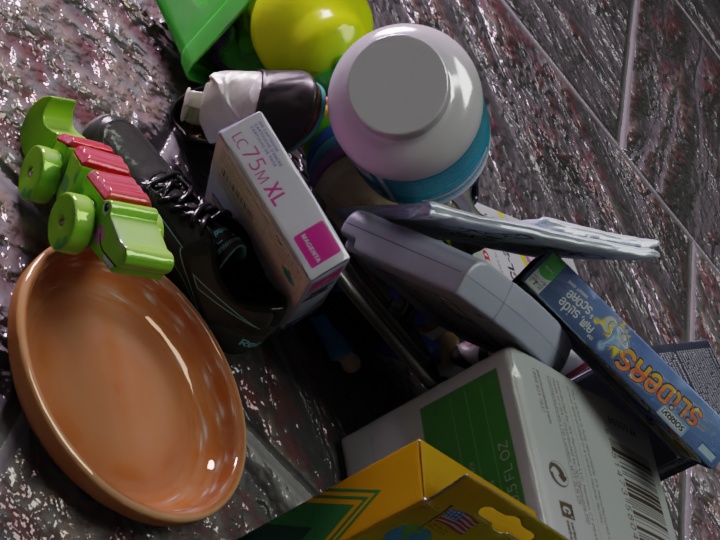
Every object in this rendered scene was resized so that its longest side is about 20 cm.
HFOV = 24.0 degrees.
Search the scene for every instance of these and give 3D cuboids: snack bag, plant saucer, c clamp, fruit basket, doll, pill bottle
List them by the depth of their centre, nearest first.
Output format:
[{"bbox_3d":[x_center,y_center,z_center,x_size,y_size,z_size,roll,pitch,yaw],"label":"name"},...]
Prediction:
[{"bbox_3d":[-0.154,0.075,1.094,0.200,0.037,0.201,39,33,-32],"label":"plant saucer"},{"bbox_3d":[0.037,-0.113,1.225,0.111,0.110,0.200,63,3,8],"label":"pill bottle"},{"bbox_3d":[0.000,0.000,1.288,0.200,0.027,0.171,52,6,-24],"label":"c clamp"},{"bbox_3d":[0.098,-0.033,1.291,0.199,0.188,0.022,10,88,-22],"label":"snack bag"},{"bbox_3d":[-0.045,-0.209,1.351,0.155,0.215,0.216,11,53,-65],"label":"fruit basket"},{"bbox_3d":[-0.005,0.022,1.375,0.200,0.048,0.137,21,49,-42],"label":"doll"}]

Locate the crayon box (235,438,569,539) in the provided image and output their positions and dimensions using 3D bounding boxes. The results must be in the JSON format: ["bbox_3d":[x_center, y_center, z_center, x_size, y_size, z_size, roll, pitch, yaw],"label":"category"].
[{"bbox_3d":[0.029,0.182,1.112,0.127,0.200,0.051,36,35,-37],"label":"crayon box"}]

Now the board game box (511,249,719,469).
[{"bbox_3d":[0.201,0.068,1.317,0.200,0.034,0.135,45,-1,3],"label":"board game box"}]

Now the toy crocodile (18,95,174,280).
[{"bbox_3d":[-0.173,-0.052,1.106,0.067,0.062,0.200,12,20,-33],"label":"toy crocodile"}]

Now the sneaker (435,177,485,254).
[{"bbox_3d":[0.058,-0.078,1.464,0.074,0.081,0.201,94,-20,-51],"label":"sneaker"}]

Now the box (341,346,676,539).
[{"bbox_3d":[0.119,0.202,1.268,0.200,0.171,0.200,29,40,-42],"label":"box"}]

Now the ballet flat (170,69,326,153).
[{"bbox_3d":[-0.094,-0.115,1.258,0.068,0.200,0.068,15,82,-23],"label":"ballet flat"}]

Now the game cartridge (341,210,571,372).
[{"bbox_3d":[0.081,0.022,1.265,0.133,0.041,0.200,29,-6,33],"label":"game cartridge"}]

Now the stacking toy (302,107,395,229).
[{"bbox_3d":[-0.018,-0.108,1.427,0.085,0.085,0.200,37,18,-34],"label":"stacking toy"}]

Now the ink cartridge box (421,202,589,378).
[{"bbox_3d":[0.127,0.029,1.545,0.200,0.083,0.146,18,48,-51],"label":"ink cartridge box"}]

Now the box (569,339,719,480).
[{"bbox_3d":[0.247,0.144,1.557,0.200,0.148,0.107,1,62,-58],"label":"box"}]

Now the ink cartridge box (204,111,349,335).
[{"bbox_3d":[-0.064,-0.028,1.209,0.120,0.042,0.200,59,-16,7],"label":"ink cartridge box"}]

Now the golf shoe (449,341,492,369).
[{"bbox_3d":[0.127,0.135,1.435,0.073,0.092,0.201,-86,167,-64],"label":"golf shoe"}]

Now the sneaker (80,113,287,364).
[{"bbox_3d":[-0.121,-0.032,1.195,0.200,0.079,0.075,55,45,-5],"label":"sneaker"}]
